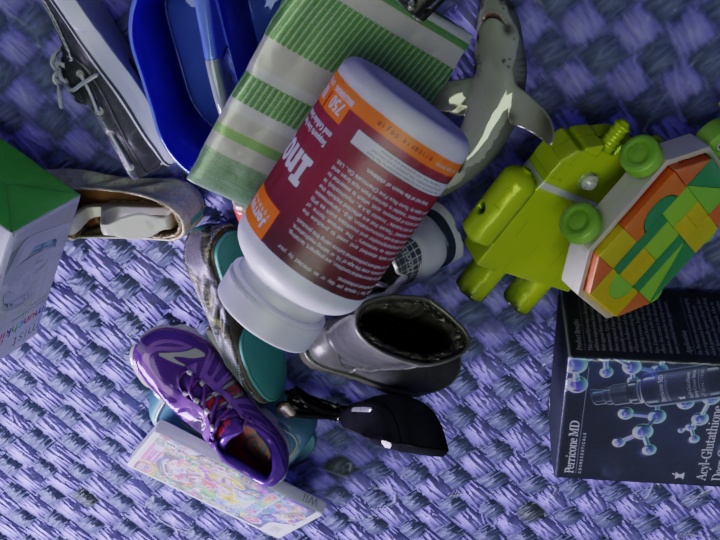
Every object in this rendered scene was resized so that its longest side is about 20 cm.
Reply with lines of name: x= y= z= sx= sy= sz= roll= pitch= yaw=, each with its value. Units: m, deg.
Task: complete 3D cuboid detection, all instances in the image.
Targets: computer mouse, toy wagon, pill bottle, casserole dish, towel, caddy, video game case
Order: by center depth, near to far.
pill bottle: x=-0.018 y=-0.043 z=0.693 sx=0.112 sy=0.113 sz=0.201 roll=32 pitch=106 yaw=-14
towel: x=-0.022 y=-0.127 z=0.726 sx=0.151 sy=0.023 sz=0.201 roll=22 pitch=110 yaw=-28
caddy: x=-0.101 y=-0.160 z=0.750 sx=0.139 sy=0.106 sz=0.202 roll=-5 pitch=123 yaw=11
toy wagon: x=0.249 y=-0.053 z=0.773 sx=0.200 sy=0.040 sz=0.155 roll=-49 pitch=139 yaw=9
computer mouse: x=-0.004 y=0.132 z=0.898 sx=0.138 sy=0.200 sz=0.047 roll=13 pitch=86 yaw=-17
casserole dish: x=-0.139 y=0.161 z=1.008 sx=0.198 sy=0.039 sz=0.122 roll=30 pitch=122 yaw=-13
video game case: x=-0.150 y=0.233 z=1.035 sx=0.198 sy=0.018 sz=0.143 roll=29 pitch=146 yaw=-12

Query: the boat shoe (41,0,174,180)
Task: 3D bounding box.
boat shoe: x=-0.222 y=-0.164 z=0.784 sx=0.067 sy=0.074 sz=0.200 roll=-26 pitch=127 yaw=6

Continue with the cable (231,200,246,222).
cable: x=-0.087 y=-0.004 z=0.869 sx=0.097 sy=0.050 sz=0.202 roll=36 pitch=145 yaw=25

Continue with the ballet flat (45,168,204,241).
ballet flat: x=-0.242 y=-0.056 z=0.864 sx=0.197 sy=0.063 sz=0.068 roll=-2 pitch=123 yaw=9

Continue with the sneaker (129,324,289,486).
sneaker: x=-0.140 y=0.131 z=0.923 sx=0.200 sy=0.083 sz=0.081 roll=44 pitch=86 yaw=-9

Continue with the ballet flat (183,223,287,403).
ballet flat: x=-0.124 y=0.040 z=0.919 sx=0.071 sy=0.072 sz=0.203 roll=-7 pitch=122 yaw=12

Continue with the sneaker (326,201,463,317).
sneaker: x=0.000 y=0.000 z=0.824 sx=0.077 sy=0.080 sz=0.199 roll=56 pitch=142 yaw=-2

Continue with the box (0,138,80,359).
box: x=-0.374 y=-0.037 z=0.839 sx=0.199 sy=0.097 sz=0.178 roll=33 pitch=123 yaw=7

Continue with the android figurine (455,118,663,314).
android figurine: x=0.172 y=-0.045 z=0.801 sx=0.180 sy=0.041 sz=0.201 roll=16 pitch=126 yaw=-37

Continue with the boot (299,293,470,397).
boot: x=0.045 y=0.064 z=0.825 sx=0.179 sy=0.074 sz=0.200 roll=6 pitch=163 yaw=-21

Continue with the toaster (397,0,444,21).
toaster: x=0.046 y=-0.307 z=0.629 sx=0.180 sy=0.119 sz=0.200 roll=40 pitch=119 yaw=-19

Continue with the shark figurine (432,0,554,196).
shark figurine: x=0.087 y=-0.106 z=0.785 sx=0.128 sy=0.089 sz=0.215 roll=48 pitch=113 yaw=16

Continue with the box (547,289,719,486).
box: x=0.281 y=0.108 z=0.879 sx=0.197 sy=0.108 sz=0.150 roll=2 pitch=124 yaw=7
